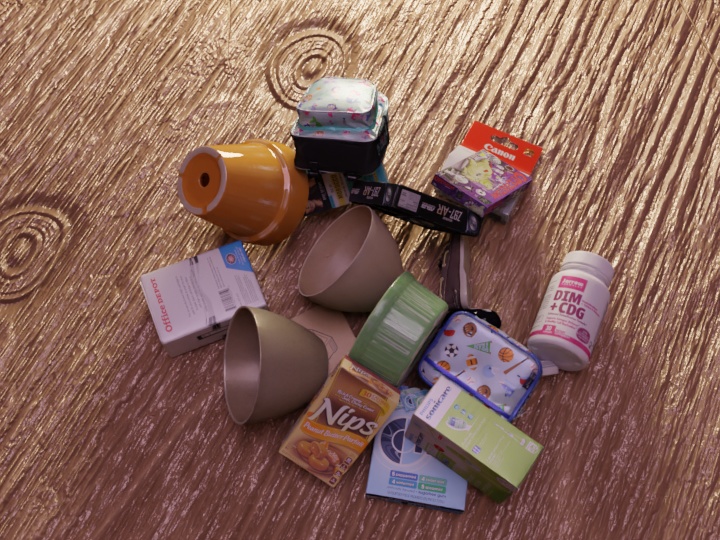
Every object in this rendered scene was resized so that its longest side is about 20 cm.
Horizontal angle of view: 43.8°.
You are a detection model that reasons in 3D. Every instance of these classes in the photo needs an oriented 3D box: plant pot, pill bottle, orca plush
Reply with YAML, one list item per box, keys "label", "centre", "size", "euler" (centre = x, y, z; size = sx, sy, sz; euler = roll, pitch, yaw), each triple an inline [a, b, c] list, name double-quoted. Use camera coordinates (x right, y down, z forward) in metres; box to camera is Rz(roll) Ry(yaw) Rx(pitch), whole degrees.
- label: "plant pot"
  centre: [-0.229, -0.153, 1.653]
  size: [0.200, 0.183, 0.200]
  euler: [-3, 85, 35]
- label: "plant pot"
  centre: [0.000, 0.000, 1.644]
  size: [0.134, 0.200, 0.200]
  euler: [38, 65, -24]
- label: "pill bottle"
  centre: [0.388, 0.072, 1.635]
  size: [0.113, 0.113, 0.200]
  euler: [21, 66, 9]
- label: "orca plush"
  centre: [0.162, 0.093, 1.647]
  size: [0.200, 0.071, 0.105]
  euler: [7, 65, 3]

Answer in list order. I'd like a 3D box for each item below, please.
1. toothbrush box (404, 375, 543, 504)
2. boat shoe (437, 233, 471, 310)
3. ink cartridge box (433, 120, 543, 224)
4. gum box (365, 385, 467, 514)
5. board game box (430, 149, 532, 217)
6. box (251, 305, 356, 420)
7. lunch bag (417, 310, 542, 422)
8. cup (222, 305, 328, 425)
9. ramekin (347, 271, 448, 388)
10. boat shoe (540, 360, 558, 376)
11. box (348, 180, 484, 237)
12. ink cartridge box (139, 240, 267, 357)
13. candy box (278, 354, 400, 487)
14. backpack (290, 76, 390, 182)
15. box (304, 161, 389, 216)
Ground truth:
- label: "toothbrush box"
  centre: [0.182, 0.281, 1.472]
  size: [0.200, 0.146, 0.086]
  euler: [36, 68, 11]
- label: "boat shoe"
  centre: [0.175, -0.009, 1.691]
  size: [0.059, 0.072, 0.200]
  euler: [-8, 51, 15]
- label: "ink cartridge box"
  centre: [0.261, -0.210, 1.803]
  size: [0.162, 0.057, 0.200]
  euler: [25, 72, 11]
- label: "gum box"
  centre: [0.107, 0.308, 1.561]
  size: [0.170, 0.045, 0.200]
  euler: [9, 66, 3]
- label: "board game box"
  centre: [0.232, -0.169, 1.694]
  size: [0.120, 0.032, 0.200]
  euler: [39, 37, 16]
- label: "box"
  centre: [-0.102, 0.160, 1.642]
  size: [0.200, 0.021, 0.164]
  euler: [-25, 67, -10]
- label: "lunch bag"
  centre: [0.208, 0.178, 1.547]
  size: [0.200, 0.076, 0.160]
  euler: [35, 88, 15]
- label: "cup"
  centre: [-0.140, 0.163, 1.541]
  size: [0.143, 0.200, 0.200]
  euler: [3, 62, -26]
- label: "ramekin"
  centre: [0.068, 0.110, 1.552]
  size: [0.098, 0.200, 0.200]
  euler: [32, 69, 10]
- label: "boat shoe"
  centre: [0.255, 0.164, 1.615]
  size: [0.200, 0.072, 0.069]
  euler: [-2, 80, 10]
- label: "box"
  centre: [0.102, -0.115, 1.650]
  size: [0.200, 0.160, 0.044]
  euler: [17, 89, -32]
- label: "ink cartridge box"
  centre: [-0.287, 0.052, 1.657]
  size: [0.200, 0.084, 0.146]
  euler: [-20, 67, -9]
- label: "candy box"
  centre: [-0.035, 0.254, 1.505]
  size: [0.115, 0.055, 0.200]
  euler: [34, 110, -5]
- label: "backpack"
  centre: [-0.032, -0.275, 1.667]
  size: [0.177, 0.151, 0.200]
  euler: [5, 33, 12]
- label: "box"
  centre: [-0.048, -0.167, 1.733]
  size: [0.200, 0.049, 0.082]
  euler: [-16, 106, 8]
